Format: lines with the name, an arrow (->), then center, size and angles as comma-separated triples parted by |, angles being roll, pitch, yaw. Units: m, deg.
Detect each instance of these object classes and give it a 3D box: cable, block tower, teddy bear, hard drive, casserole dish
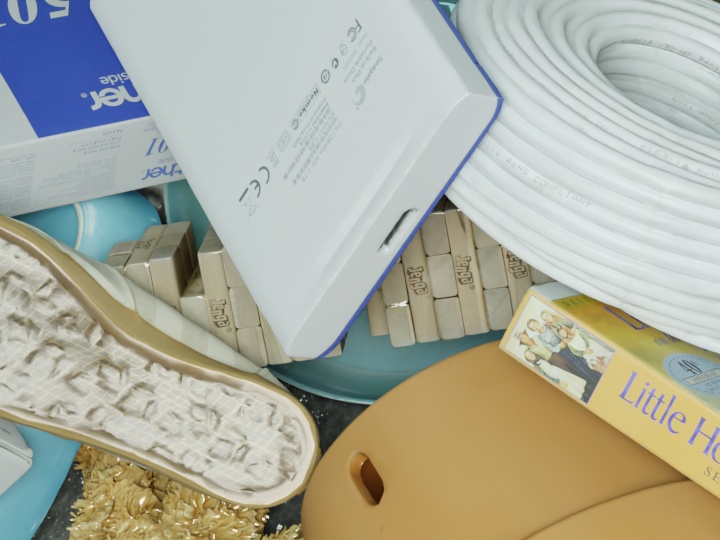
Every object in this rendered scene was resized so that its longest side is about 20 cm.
cable -> 0.116, -0.047, 1.069 | 0.199, 0.200, 0.069 | 18, 118, -9
block tower -> 0.000, 0.000, 1.133 | 0.199, 0.054, 0.058 | -8, 107, 8
teddy bear -> -0.078, 0.134, 1.147 | 0.144, 0.067, 0.201 | 12, 79, 16
hard drive -> -0.030, -0.084, 1.074 | 0.132, 0.025, 0.200 | -55, 48, 30
casserole dish -> -0.162, 0.032, 1.184 | 0.121, 0.039, 0.201 | 20, 81, 34

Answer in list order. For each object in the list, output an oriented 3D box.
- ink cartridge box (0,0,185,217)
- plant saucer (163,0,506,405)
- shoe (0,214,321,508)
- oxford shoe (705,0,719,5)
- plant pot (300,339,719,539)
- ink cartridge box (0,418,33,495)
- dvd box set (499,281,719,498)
ink cartridge box -> -0.160, -0.066, 1.145 | 0.199, 0.044, 0.094 | -13, 50, -26
plant saucer -> 0.016, -0.039, 1.190 | 0.199, 0.027, 0.201 | -3, 76, 10
shoe -> -0.108, 0.033, 1.097 | 0.200, 0.053, 0.070 | 30, 93, -4
oxford shoe -> 0.156, -0.128, 1.171 | 0.199, 0.073, 0.085 | 17, 115, 4
plant pot -> 0.065, 0.121, 1.068 | 0.200, 0.200, 0.140 | -33, 57, 2
ink cartridge box -> -0.246, 0.043, 1.153 | 0.145, 0.084, 0.200 | -42, 55, 9
dvd box set -> 0.164, 0.064, 1.033 | 0.200, 0.146, 0.029 | 35, 109, 24
